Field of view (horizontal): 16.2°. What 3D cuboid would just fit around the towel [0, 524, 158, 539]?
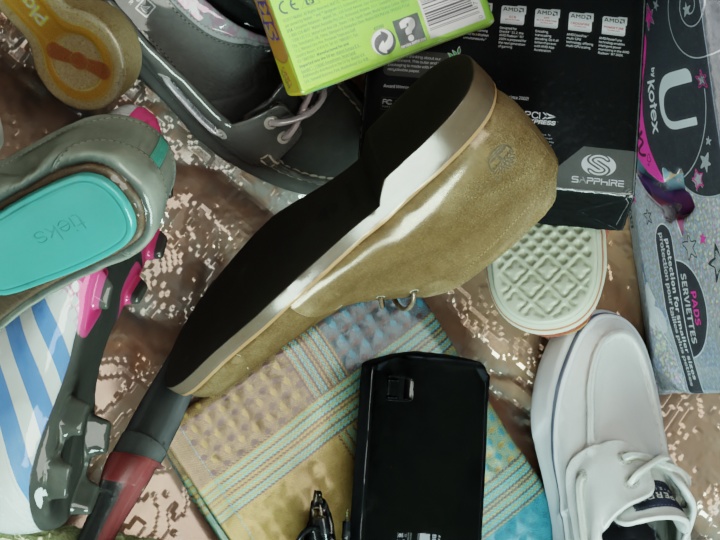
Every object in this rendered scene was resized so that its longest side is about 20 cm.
[{"bbox_3d":[-0.153,0.179,1.102,0.200,0.036,0.149,7,84,-17],"label":"towel"}]

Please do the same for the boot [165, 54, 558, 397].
[{"bbox_3d":[0.000,0.000,1.084,0.200,0.074,0.075,-40,118,20],"label":"boot"}]

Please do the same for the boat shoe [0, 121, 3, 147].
[{"bbox_3d":[-0.203,-0.098,1.034,0.073,0.200,0.062,25,61,29],"label":"boat shoe"}]

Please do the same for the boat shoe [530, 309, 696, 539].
[{"bbox_3d":[0.126,0.112,1.170,0.074,0.065,0.200,5,74,-33],"label":"boat shoe"}]

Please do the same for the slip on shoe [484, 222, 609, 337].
[{"bbox_3d":[0.089,-0.062,1.190,0.074,0.061,0.200,-1,73,8],"label":"slip on shoe"}]

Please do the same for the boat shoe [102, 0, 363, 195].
[{"bbox_3d":[-0.064,-0.097,1.132,0.200,0.057,0.067,39,84,-17],"label":"boat shoe"}]

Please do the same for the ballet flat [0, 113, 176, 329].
[{"bbox_3d":[-0.161,-0.008,1.062,0.200,0.064,0.067,-22,113,24],"label":"ballet flat"}]

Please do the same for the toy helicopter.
[{"bbox_3d":[-0.172,-0.144,1.074,0.200,0.132,0.079,50,34,-1],"label":"toy helicopter"}]

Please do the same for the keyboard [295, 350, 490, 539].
[{"bbox_3d":[0.007,0.135,1.147,0.104,0.040,0.200,9,81,-40],"label":"keyboard"}]

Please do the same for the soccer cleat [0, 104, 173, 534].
[{"bbox_3d":[-0.142,0.015,1.101,0.086,0.070,0.200,9,70,14],"label":"soccer cleat"}]

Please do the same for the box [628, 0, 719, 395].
[{"bbox_3d":[0.202,-0.048,1.194,0.132,0.115,0.200,-8,88,-19],"label":"box"}]

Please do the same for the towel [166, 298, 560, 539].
[{"bbox_3d":[0.014,0.118,1.171,0.147,0.022,0.200,-34,96,-17],"label":"towel"}]

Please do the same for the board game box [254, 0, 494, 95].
[{"bbox_3d":[-0.019,-0.184,1.081,0.095,0.030,0.200,-22,100,-18],"label":"board game box"}]

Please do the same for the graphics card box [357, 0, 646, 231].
[{"bbox_3d":[0.067,-0.122,1.149,0.125,0.051,0.200,5,69,0],"label":"graphics card box"}]

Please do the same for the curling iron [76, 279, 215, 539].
[{"bbox_3d":[-0.091,0.089,1.109,0.050,0.026,0.200,16,58,4],"label":"curling iron"}]
